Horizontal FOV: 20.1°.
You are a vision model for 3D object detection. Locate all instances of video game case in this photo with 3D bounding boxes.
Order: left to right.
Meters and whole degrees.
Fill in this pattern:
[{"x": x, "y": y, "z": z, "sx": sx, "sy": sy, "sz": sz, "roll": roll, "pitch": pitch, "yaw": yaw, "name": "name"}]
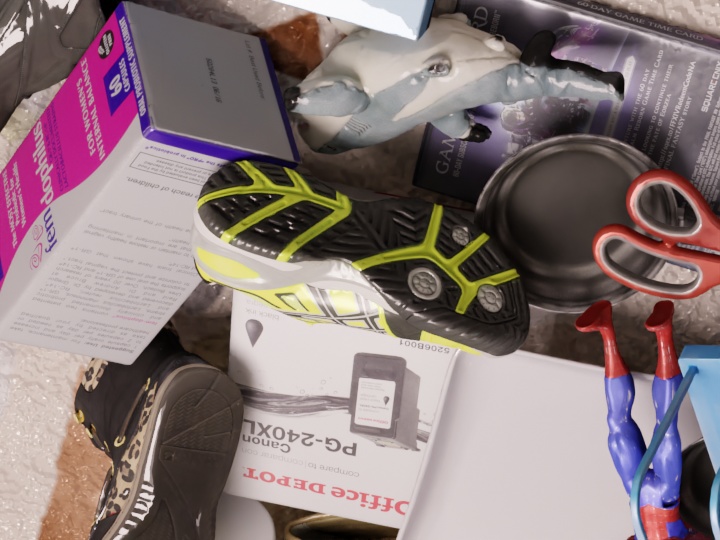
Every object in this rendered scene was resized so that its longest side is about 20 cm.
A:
[{"x": 0.140, "y": -0.082, "z": 1.166, "sx": 0.199, "sy": 0.019, "sz": 0.143, "roll": 18, "pitch": 125, "yaw": 6, "name": "video game case"}]

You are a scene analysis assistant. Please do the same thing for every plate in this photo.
[{"x": 0.127, "y": 0.132, "z": 1.234, "sx": 0.199, "sy": 0.032, "sz": 0.200, "roll": 9, "pitch": 121, "yaw": -10, "name": "plate"}]

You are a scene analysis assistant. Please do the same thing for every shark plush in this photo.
[{"x": 0.051, "y": -0.107, "z": 1.146, "sx": 0.199, "sy": 0.091, "sz": 0.083, "roll": -10, "pitch": 131, "yaw": 16, "name": "shark plush"}]

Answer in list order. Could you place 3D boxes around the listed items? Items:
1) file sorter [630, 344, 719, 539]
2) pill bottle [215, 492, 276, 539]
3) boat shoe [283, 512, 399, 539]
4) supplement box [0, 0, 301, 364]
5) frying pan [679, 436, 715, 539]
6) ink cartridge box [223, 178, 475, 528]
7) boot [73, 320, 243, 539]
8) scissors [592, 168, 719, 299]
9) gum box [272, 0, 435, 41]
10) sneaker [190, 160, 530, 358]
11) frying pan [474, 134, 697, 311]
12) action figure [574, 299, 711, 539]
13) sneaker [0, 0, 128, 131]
[{"x": 0.259, "y": 0.130, "z": 1.067, "sx": 0.199, "sy": 0.123, "sz": 0.139, "roll": 0, "pitch": 126, "yaw": 34, "name": "file sorter"}, {"x": -0.094, "y": 0.241, "z": 1.371, "sx": 0.110, "sy": 0.111, "sz": 0.200, "roll": 9, "pitch": 134, "yaw": 10, "name": "pill bottle"}, {"x": 0.042, "y": 0.182, "z": 1.333, "sx": 0.199, "sy": 0.073, "sz": 0.063, "roll": -15, "pitch": 120, "yaw": 25, "name": "boat shoe"}, {"x": -0.137, "y": -0.047, "z": 1.195, "sx": 0.103, "sy": 0.101, "sz": 0.200, "roll": 12, "pitch": 135, "yaw": -34, "name": "supplement box"}, {"x": 0.218, "y": 0.159, "z": 1.218, "sx": 0.115, "sy": 0.031, "sz": 0.190, "roll": 24, "pitch": 128, "yaw": -6, "name": "frying pan"}, {"x": -0.004, "y": 0.055, "z": 1.256, "sx": 0.145, "sy": 0.083, "sz": 0.201, "roll": 11, "pitch": 124, "yaw": 8, "name": "ink cartridge box"}, {"x": -0.141, "y": 0.129, "z": 1.277, "sx": 0.073, "sy": 0.151, "sz": 0.201, "roll": 11, "pitch": 105, "yaw": -24, "name": "boot"}, {"x": 0.229, "y": 0.002, "z": 1.123, "sx": 0.199, "sy": 0.014, "sz": 0.073, "roll": 20, "pitch": 115, "yaw": 3, "name": "scissors"}, {"x": -0.041, "y": -0.231, "z": 1.077, "sx": 0.199, "sy": 0.045, "sz": 0.170, "roll": 17, "pitch": 109, "yaw": 6, "name": "gum box"}, {"x": 0.000, "y": 0.000, "z": 1.142, "sx": 0.199, "sy": 0.076, "sz": 0.076, "roll": 22, "pitch": 147, "yaw": -5, "name": "sneaker"}, {"x": 0.158, "y": -0.039, "z": 1.150, "sx": 0.189, "sy": 0.031, "sz": 0.115, "roll": -16, "pitch": 120, "yaw": 9, "name": "frying pan"}, {"x": 0.155, "y": 0.128, "z": 1.146, "sx": 0.065, "sy": 0.099, "sz": 0.201, "roll": -1, "pitch": 116, "yaw": 29, "name": "action figure"}, {"x": -0.185, "y": -0.139, "z": 1.192, "sx": 0.091, "sy": 0.076, "sz": 0.200, "roll": 25, "pitch": 129, "yaw": -11, "name": "sneaker"}]
